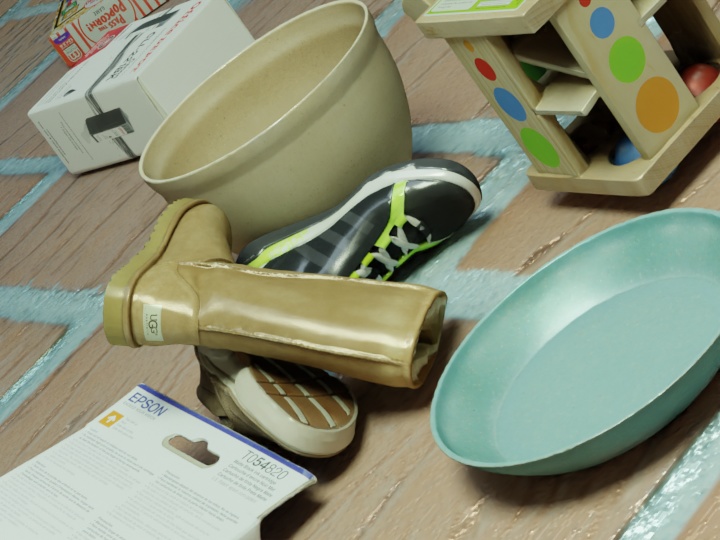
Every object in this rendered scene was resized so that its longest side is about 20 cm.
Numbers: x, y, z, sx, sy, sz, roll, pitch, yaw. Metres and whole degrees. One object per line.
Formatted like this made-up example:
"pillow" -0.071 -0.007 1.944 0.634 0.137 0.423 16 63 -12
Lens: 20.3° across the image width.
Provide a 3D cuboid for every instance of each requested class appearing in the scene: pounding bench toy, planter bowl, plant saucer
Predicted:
"pounding bench toy" 0.129 -0.136 1.273 0.124 0.156 0.199 -45 23 -18
"planter bowl" -0.041 -0.079 1.446 0.199 0.135 0.201 -31 22 14
"plant saucer" 0.129 0.045 1.078 0.199 0.036 0.200 -31 23 14

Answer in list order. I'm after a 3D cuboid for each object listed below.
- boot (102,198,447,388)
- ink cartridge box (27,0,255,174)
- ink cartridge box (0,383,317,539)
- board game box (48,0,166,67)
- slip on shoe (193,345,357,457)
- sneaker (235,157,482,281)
"boot" -0.042 0.016 1.267 0.198 0.067 0.175 6 28 14
"ink cartridge box" -0.210 -0.182 1.972 0.199 0.084 0.145 -9 34 49
"ink cartridge box" -0.152 0.158 1.197 0.199 0.041 0.199 -32 32 -27
"board game box" -0.303 -0.340 2.472 0.151 0.046 0.200 -32 23 13
"slip on shoe" -0.060 0.085 1.262 0.200 0.075 0.061 37 113 59
"sneaker" 0.000 0.000 1.352 0.199 0.072 0.083 -28 48 23
